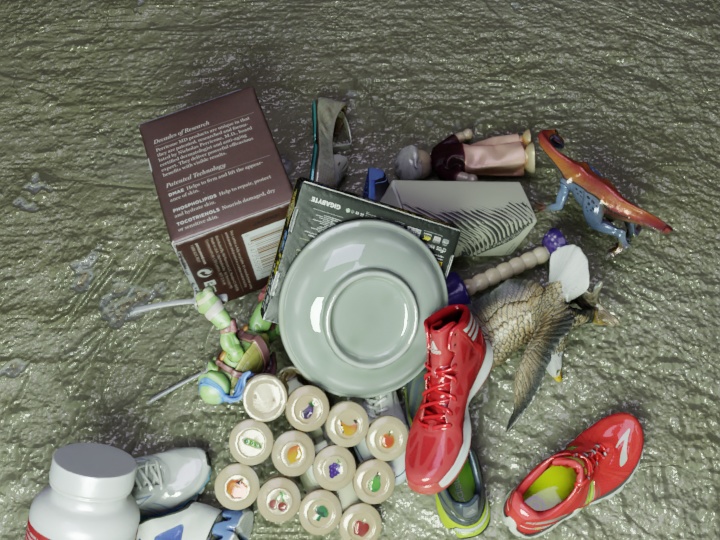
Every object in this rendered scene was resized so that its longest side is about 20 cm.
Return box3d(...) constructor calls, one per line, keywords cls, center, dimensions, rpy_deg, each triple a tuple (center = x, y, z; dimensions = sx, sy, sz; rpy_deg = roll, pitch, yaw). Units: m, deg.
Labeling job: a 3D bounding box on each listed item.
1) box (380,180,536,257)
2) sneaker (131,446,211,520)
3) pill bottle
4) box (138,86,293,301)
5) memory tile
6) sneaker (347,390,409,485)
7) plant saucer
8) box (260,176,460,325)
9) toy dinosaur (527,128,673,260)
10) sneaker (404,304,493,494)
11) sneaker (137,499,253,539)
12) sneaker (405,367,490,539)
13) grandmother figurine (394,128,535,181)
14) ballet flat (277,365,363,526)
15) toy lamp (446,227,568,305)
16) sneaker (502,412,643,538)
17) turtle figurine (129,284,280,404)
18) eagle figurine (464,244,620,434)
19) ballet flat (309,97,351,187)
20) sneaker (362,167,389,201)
box3d(cls="box", center=(0.120, -0.065, 1.027), dimensions=(0.195, 0.083, 0.070), rpy_deg=(-4, 57, -25))
box3d(cls="sneaker", center=(-0.267, 0.248, 0.913), dimensions=(0.196, 0.087, 0.076), rpy_deg=(-20, 58, -9))
box3d(cls="pill bottle", center=(-0.289, 0.289, 0.823), dimensions=(0.110, 0.112, 0.205), rpy_deg=(15, 98, 13))
box3d(cls="box", center=(-0.174, -0.094, 1.057), dimensions=(0.161, 0.167, 0.203), rpy_deg=(-20, 59, -7))
box3d(cls="memory tile", center=(-0.052, 0.210, 0.884), dimensions=(0.196, 0.017, 0.157), rpy_deg=(20, 89, -9))
box3d(cls="sneaker", center=(0.012, 0.152, 0.955), dimensions=(0.071, 0.071, 0.204), rpy_deg=(-15, 60, -5))
box3d(cls="plant saucer", center=(0.008, 0.049, 0.878), dimensions=(0.195, 0.050, 0.206), rpy_deg=(-2, 102, -10))
box3d(cls="box", center=(0.000, 0.000, 0.916), dimensions=(0.195, 0.049, 0.164), rpy_deg=(15, 100, -14))
box3d(cls="toy dinosaur", center=(0.306, -0.118, 1.051), dimensions=(0.104, 0.199, 0.184), rpy_deg=(-33, 93, -32))
box3d(cls="sneaker", center=(0.078, 0.124, 0.857), dimensions=(0.077, 0.117, 0.203), rpy_deg=(-2, 48, 29))
box3d(cls="sneaker", center=(-0.206, 0.336, 0.868), dimensions=(0.113, 0.081, 0.202), rpy_deg=(16, 55, 17))
box3d(cls="sneaker", center=(0.102, 0.195, 0.917), dimensions=(0.072, 0.082, 0.203), rpy_deg=(-17, 60, -6))
box3d(cls="grandmother figurine", center=(0.145, -0.156, 1.136), dimensions=(0.194, 0.062, 0.122), rpy_deg=(-5, 32, 5))
box3d(cls="ballet flat", center=(-0.051, 0.198, 0.937), dimensions=(0.068, 0.070, 0.203), rpy_deg=(-22, 61, -9))
box3d(cls="toy lamp", center=(0.175, 0.008, 1.036), dimensions=(0.196, 0.059, 0.059), rpy_deg=(-23, 60, -9))
box3d(cls="sneaker", center=(0.243, 0.224, 0.887), dimensions=(0.198, 0.086, 0.077), rpy_deg=(-34, 63, -15))
box3d(cls="turtle figurine", center=(-0.162, 0.065, 0.972), dimensions=(0.197, 0.147, 0.194), rpy_deg=(3, 33, 40))
box3d(cls="eagle figurine", center=(0.206, 0.080, 0.953), dimensions=(0.197, 0.152, 0.153), rpy_deg=(-26, 81, -17))
box3d(cls="ballet flat", center=(-0.042, -0.171, 1.153), dimensions=(0.061, 0.068, 0.204), rpy_deg=(4, 60, -5))
box3d(cls="sneaker", center=(0.044, -0.050, 1.079), dimensions=(0.076, 0.071, 0.204), rpy_deg=(2, 59, -10))
